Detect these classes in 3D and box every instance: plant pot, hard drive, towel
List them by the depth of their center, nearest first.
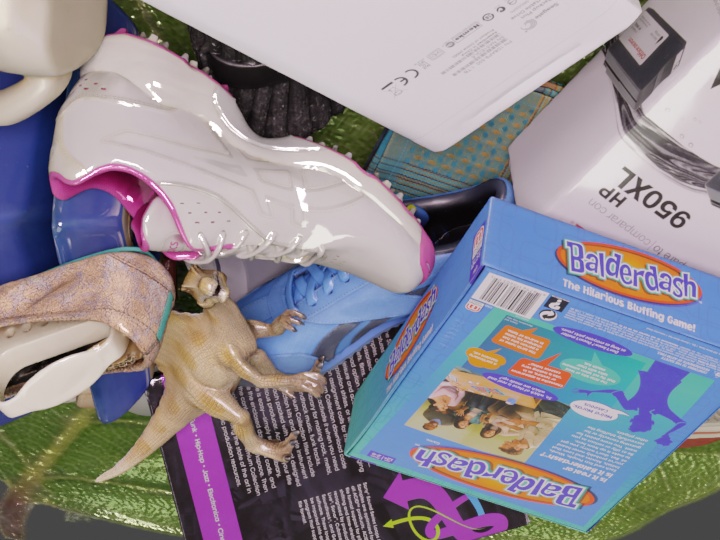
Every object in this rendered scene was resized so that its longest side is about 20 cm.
[{"bbox_3d":[0.015,-0.125,0.712,0.131,0.027,0.199,-32,144,32],"label":"hard drive"},{"bbox_3d":[-0.202,-0.034,0.874,0.178,0.201,0.201,-1,141,0],"label":"plant pot"},{"bbox_3d":[0.099,-0.040,0.893,0.198,0.022,0.147,18,132,-14],"label":"towel"}]

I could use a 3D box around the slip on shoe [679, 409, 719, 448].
[{"bbox_3d":[0.165,0.085,1.021,0.198,0.075,0.061,2,153,-27],"label":"slip on shoe"}]

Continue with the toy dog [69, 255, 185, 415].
[{"bbox_3d":[-0.135,0.043,1.020,0.131,0.097,0.199,12,174,-31],"label":"toy dog"}]

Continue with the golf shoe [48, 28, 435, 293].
[{"bbox_3d":[-0.060,-0.030,0.779,0.199,0.092,0.075,30,156,-8],"label":"golf shoe"}]

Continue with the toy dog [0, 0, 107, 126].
[{"bbox_3d":[-0.197,-0.183,0.732,0.199,0.140,0.195,26,130,11],"label":"toy dog"}]

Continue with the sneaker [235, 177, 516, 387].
[{"bbox_3d":[0.000,0.000,0.866,0.198,0.066,0.079,-20,141,11],"label":"sneaker"}]

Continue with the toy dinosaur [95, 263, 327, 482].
[{"bbox_3d":[-0.074,0.056,0.847,0.100,0.059,0.201,23,139,-5],"label":"toy dinosaur"}]

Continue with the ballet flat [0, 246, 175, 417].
[{"bbox_3d":[-0.183,0.044,0.770,0.198,0.068,0.068,-19,139,14],"label":"ballet flat"}]

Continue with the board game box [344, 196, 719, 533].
[{"bbox_3d":[0.095,0.057,0.833,0.151,0.045,0.200,19,142,-11],"label":"board game box"}]

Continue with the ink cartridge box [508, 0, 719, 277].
[{"bbox_3d":[0.190,-0.068,0.798,0.144,0.085,0.200,31,121,-21],"label":"ink cartridge box"}]

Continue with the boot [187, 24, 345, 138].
[{"bbox_3d":[0.007,-0.147,0.778,0.209,0.080,0.158,-14,149,4],"label":"boot"}]

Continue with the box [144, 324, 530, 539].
[{"bbox_3d":[-0.013,0.104,0.932,0.198,0.145,0.036,-14,-174,-7],"label":"box"}]

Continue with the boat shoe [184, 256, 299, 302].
[{"bbox_3d":[-0.077,-0.021,0.926,0.065,0.072,0.201,29,155,29],"label":"boat shoe"}]
